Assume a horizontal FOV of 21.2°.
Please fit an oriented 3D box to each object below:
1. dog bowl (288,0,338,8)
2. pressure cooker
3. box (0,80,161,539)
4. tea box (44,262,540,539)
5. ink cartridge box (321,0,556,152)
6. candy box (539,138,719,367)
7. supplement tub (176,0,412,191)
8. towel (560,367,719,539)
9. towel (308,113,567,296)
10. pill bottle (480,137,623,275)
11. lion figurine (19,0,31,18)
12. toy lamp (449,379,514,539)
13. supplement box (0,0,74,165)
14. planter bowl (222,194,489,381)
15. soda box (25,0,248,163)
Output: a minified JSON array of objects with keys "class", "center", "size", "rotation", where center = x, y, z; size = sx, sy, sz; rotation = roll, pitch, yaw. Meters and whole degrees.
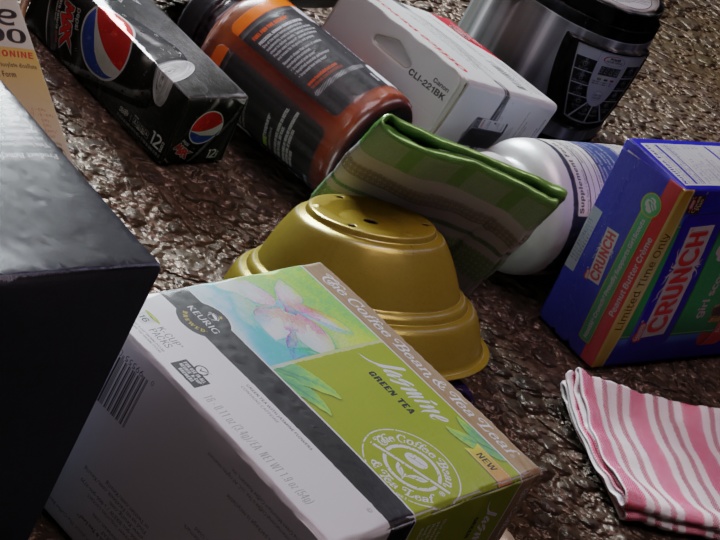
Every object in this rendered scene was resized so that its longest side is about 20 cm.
[{"class":"dog bowl","center":[-0.085,-0.268,1.667],"size":[0.199,0.059,0.200],"rotation":[4,1,0]},{"class":"pressure cooker","center":[0.188,-0.237,1.828],"size":[0.178,0.201,0.176],"rotation":[29,27,0]},{"class":"box","center":[-0.234,0.017,1.012],"size":[0.123,0.201,0.198],"rotation":[-4,43,-47]},{"class":"tea box","center":[-0.045,0.115,1.090],"size":[0.200,0.134,0.196],"rotation":[43,30,25]},{"class":"ink cartridge box","center":[0.061,-0.161,1.662],"size":[0.144,0.084,0.200],"rotation":[41,15,23]},{"class":"candy box","center":[0.261,-0.015,1.555],"size":[0.199,0.170,0.077],"rotation":[-1,36,-43]},{"class":"supplement tub","center":[-0.059,-0.152,1.557],"size":[0.200,0.107,0.107],"rotation":[41,30,22]},{"class":"towel","center":[0.250,0.144,1.428],"size":[0.199,0.030,0.147],"rotation":[14,32,-26]},{"class":"towel","center":[0.043,-0.036,1.384],"size":[0.148,0.200,0.031],"rotation":[20,63,-12]},{"class":"pill bottle","center":[0.155,-0.051,1.580],"size":[0.199,0.111,0.111],"rotation":[0,38,-42]},{"class":"lion figurine","center":[-0.289,-0.170,1.409],"size":[0.200,0.072,0.123],"rotation":[-1,73,-54]},{"class":"toy lamp","center":[0.066,0.129,1.254],"size":[0.058,0.058,0.200],"rotation":[12,31,-29]},{"class":"supplement box","center":[-0.277,-0.122,1.262],"size":[0.126,0.073,0.201],"rotation":[-4,66,-45]},{"class":"planter bowl","center":[0.000,0.000,1.319],"size":[0.199,0.084,0.201],"rotation":[12,16,-3]},{"class":"soda box","center":[-0.180,-0.168,1.520],"size":[0.071,0.064,0.200],"rotation":[-7,43,-48]}]
